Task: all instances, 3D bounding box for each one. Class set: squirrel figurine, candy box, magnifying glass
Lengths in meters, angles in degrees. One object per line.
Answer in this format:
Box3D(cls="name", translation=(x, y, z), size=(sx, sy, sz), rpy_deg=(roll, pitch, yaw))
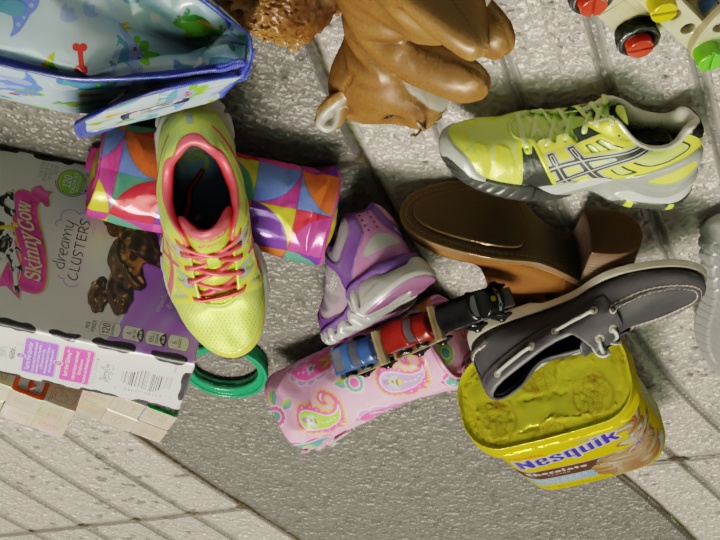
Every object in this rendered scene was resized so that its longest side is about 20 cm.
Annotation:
Box3D(cls="squirrel figurine", translation=(0.005, -0.177, 1.006), size=(0.199, 0.142, 0.187), rpy_deg=(26, 150, -4))
Box3D(cls="candy box", translation=(-0.221, 0.003, 1.208), size=(0.199, 0.168, 0.072), rpy_deg=(12, 142, -10))
Box3D(cls="magnifying glass", translation=(-0.152, 0.057, 1.394), size=(0.079, 0.022, 0.200), rpy_deg=(-15, 140, 24))

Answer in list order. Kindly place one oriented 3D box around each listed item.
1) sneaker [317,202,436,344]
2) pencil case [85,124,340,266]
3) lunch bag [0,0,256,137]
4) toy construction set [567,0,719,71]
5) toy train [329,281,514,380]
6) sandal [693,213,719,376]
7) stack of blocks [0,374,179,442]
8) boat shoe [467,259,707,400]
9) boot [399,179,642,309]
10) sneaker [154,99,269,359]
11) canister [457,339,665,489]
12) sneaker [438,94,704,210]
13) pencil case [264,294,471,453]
Box3D(cls="sneaker", translation=(0.000, 0.000, 1.257), size=(0.080, 0.089, 0.200), rpy_deg=(-27, 172, -18))
Box3D(cls="pencil case", translation=(-0.115, -0.062, 1.187), size=(0.199, 0.089, 0.089), rpy_deg=(14, 142, -8))
Box3D(cls="lunch bag", translation=(-0.172, -0.152, 0.987), size=(0.199, 0.128, 0.170), rpy_deg=(14, 179, -11))
Box3D(cls="toy construction set", translation=(0.197, -0.200, 0.955), size=(0.131, 0.092, 0.200), rpy_deg=(-29, 131, 26))
Box3D(cls="toy train", translation=(0.042, 0.052, 1.245), size=(0.046, 0.034, 0.200), rpy_deg=(-8, 167, -45))
Box3D(cls="sandal", translation=(0.321, 0.027, 1.270), size=(0.050, 0.082, 0.203), rpy_deg=(-36, 143, -18))
Box3D(cls="stack of blocks", translation=(-0.251, 0.081, 1.336), size=(0.199, 0.116, 0.059), rpy_deg=(22, 145, -13))
Box3D(cls="boat shoe", translation=(0.182, 0.050, 1.212), size=(0.199, 0.063, 0.073), rpy_deg=(-20, 144, 17))
Box3D(cls="boot", translation=(0.120, 0.001, 1.258), size=(0.199, 0.077, 0.156), rpy_deg=(3, 147, -9))
Box3D(cls="sneaker", translation=(-0.112, -0.022, 1.107), size=(0.078, 0.090, 0.201), rpy_deg=(-13, 110, -3))
Box3D(cls="canister", translation=(0.182, 0.127, 1.343), size=(0.148, 0.087, 0.200), rpy_deg=(-17, 157, 15))
Box3D(cls="sneaker", translation=(0.155, -0.098, 1.124), size=(0.199, 0.076, 0.077), rpy_deg=(1, 136, -12))
Box3D(cls="pencil case", translation=(0.009, 0.095, 1.366), size=(0.199, 0.088, 0.087), rpy_deg=(-28, 132, 31))
